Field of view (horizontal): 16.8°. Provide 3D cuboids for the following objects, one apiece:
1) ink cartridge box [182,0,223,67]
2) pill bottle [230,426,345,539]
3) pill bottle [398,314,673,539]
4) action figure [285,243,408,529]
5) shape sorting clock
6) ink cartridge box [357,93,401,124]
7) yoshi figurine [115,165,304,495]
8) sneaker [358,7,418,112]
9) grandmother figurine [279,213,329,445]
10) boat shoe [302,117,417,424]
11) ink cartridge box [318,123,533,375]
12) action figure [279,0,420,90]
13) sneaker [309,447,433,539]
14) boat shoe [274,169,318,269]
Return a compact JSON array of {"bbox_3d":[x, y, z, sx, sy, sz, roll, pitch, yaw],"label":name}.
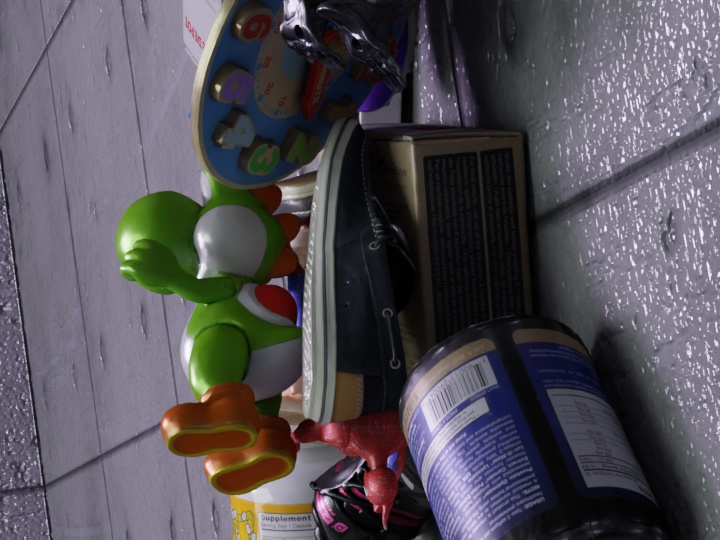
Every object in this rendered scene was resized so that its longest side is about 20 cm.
[{"bbox_3d":[-0.076,-0.238,1.771,0.146,0.084,0.201,-124,31,-59],"label":"ink cartridge box"},{"bbox_3d":[-0.037,0.186,1.754,0.113,0.112,0.202,-150,55,-70],"label":"pill bottle"},{"bbox_3d":[0.097,0.129,1.267,0.112,0.111,0.201,100,158,-45],"label":"pill bottle"},{"bbox_3d":[-0.017,0.075,1.461,0.201,0.065,0.099,-111,31,-43],"label":"action figure"},{"bbox_3d":[-0.027,-0.135,1.411,0.039,0.200,0.201,31,139,21],"label":"shape sorting clock"},{"bbox_3d":[0.002,-0.182,1.608,0.095,0.037,0.201,-131,42,-62],"label":"ink cartridge box"},{"bbox_3d":[-0.097,0.027,1.440,0.112,0.111,0.201,-49,38,49],"label":"yoshi figurine"},{"bbox_3d":[-0.017,-0.196,1.498,0.069,0.099,0.202,5,101,31],"label":"sneaker"},{"bbox_3d":[-0.018,0.007,1.618,0.121,0.060,0.201,48,-130,-59],"label":"grandmother figurine"},{"bbox_3d":[0.000,0.000,1.388,0.075,0.062,0.201,99,172,-53],"label":"boat shoe"},{"bbox_3d":[0.039,-0.005,1.484,0.200,0.075,0.166,-163,68,-73],"label":"ink cartridge box"},{"bbox_3d":[0.040,-0.188,1.331,0.118,0.200,0.102,10,147,49],"label":"action figure"},{"bbox_3d":[0.012,0.145,1.595,0.077,0.083,0.200,52,157,19],"label":"sneaker"},{"bbox_3d":[-0.036,-0.033,1.754,0.201,0.071,0.067,158,99,-79],"label":"boat shoe"}]
